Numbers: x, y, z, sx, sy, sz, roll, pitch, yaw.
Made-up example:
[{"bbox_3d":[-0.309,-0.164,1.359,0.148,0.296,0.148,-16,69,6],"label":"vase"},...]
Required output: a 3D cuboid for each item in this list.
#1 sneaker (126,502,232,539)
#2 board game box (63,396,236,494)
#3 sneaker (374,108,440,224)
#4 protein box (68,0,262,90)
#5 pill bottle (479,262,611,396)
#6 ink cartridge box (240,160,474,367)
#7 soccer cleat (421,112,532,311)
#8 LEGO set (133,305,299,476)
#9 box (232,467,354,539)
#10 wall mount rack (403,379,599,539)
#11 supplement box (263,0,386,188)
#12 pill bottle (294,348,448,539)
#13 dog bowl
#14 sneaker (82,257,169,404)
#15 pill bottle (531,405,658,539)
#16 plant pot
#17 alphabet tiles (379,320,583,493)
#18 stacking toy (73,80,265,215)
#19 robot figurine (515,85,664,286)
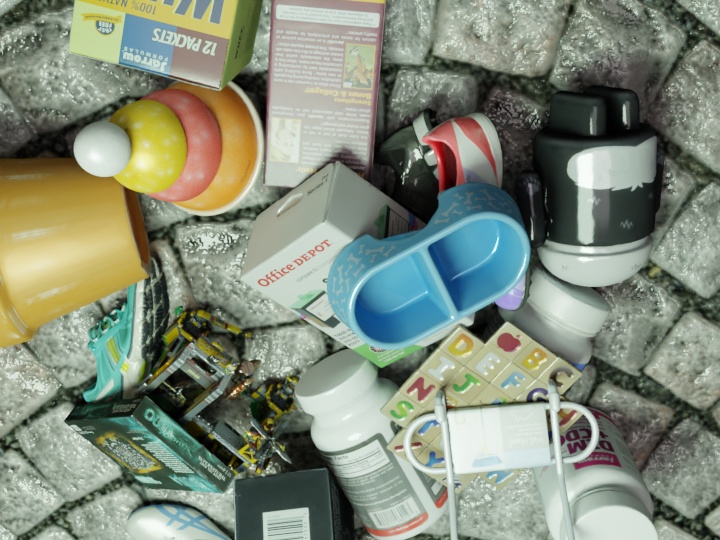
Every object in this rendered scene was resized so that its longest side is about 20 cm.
[{"bbox_3d":[-0.195,0.349,1.145,0.200,0.073,0.072,30,109,-7],"label":"sneaker"},{"bbox_3d":[-0.237,0.196,1.040,0.135,0.028,0.200,46,148,-21],"label":"board game box"},{"bbox_3d":[0.077,-0.067,0.998,0.090,0.067,0.201,-21,110,18],"label":"sneaker"},{"bbox_3d":[-0.157,-0.288,0.849,0.134,0.200,0.199,13,109,-4],"label":"protein box"},{"bbox_3d":[0.181,0.100,1.025,0.113,0.114,0.200,26,109,-8],"label":"pill bottle"},{"bbox_3d":[0.000,0.000,0.957,0.200,0.084,0.145,34,138,-26],"label":"ink cartridge box"},{"bbox_3d":[0.113,-0.052,0.926,0.073,0.068,0.201,-18,97,-27],"label":"soccer cleat"},{"bbox_3d":[-0.137,0.119,1.016,0.200,0.154,0.116,46,127,-6],"label":"LEGO set"},{"bbox_3d":[-0.066,0.321,1.043,0.107,0.149,0.200,-8,152,5],"label":"box"},{"bbox_3d":[0.143,0.202,0.933,0.199,0.075,0.175,-7,92,8],"label":"wall mount rack"},{"bbox_3d":[-0.036,-0.185,0.944,0.110,0.086,0.201,5,109,0],"label":"supplement box"},{"bbox_3d":[0.015,0.195,1.062,0.116,0.116,0.200,-26,107,10],"label":"pill bottle"},{"bbox_3d":[0.067,0.001,0.864,0.199,0.050,0.112,-28,119,2],"label":"dog bowl"},{"bbox_3d":[-0.268,0.077,1.051,0.079,0.078,0.201,18,109,4],"label":"sneaker"},{"bbox_3d":[0.253,0.242,1.027,0.113,0.200,0.114,0,110,1],"label":"pill bottle"},{"bbox_3d":[-0.318,-0.035,0.955,0.183,0.200,0.201,-13,109,-6],"label":"plant pot"},{"bbox_3d":[0.125,0.146,0.972,0.166,0.006,0.200,35,114,-13],"label":"alphabet tiles"},{"bbox_3d":[-0.196,-0.122,0.897,0.146,0.200,0.147,3,97,24],"label":"stacking toy"},{"bbox_3d":[0.236,-0.084,0.956,0.150,0.125,0.201,-1,110,12],"label":"robot figurine"}]
